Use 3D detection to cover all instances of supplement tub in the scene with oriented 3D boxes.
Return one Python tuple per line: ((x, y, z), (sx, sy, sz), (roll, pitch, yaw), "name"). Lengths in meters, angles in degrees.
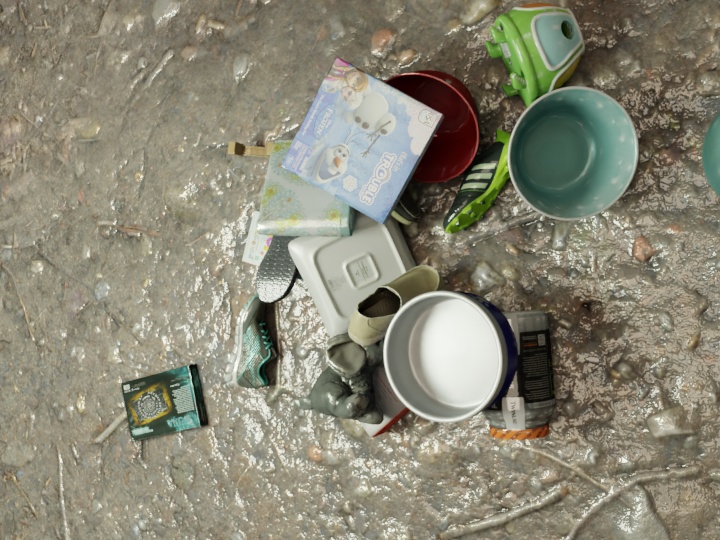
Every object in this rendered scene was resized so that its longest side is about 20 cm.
((0.252, 0.167, 1.107), (0.122, 0.122, 0.201), (-6, 85, 25), "supplement tub")

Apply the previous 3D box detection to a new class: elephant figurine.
((-0.002, 0.158, 1.176), (0.141, 0.155, 0.201), (-8, 68, 60), "elephant figurine")

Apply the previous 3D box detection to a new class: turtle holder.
((0.294, -0.343, 1.095), (0.131, 0.141, 0.186), (-23, 71, 7), "turtle holder")

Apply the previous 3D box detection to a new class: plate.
((0.000, 0.000, 1.200), (0.200, 0.032, 0.200), (-26, 101, -5), "plate")

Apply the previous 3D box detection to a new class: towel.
((-0.086, -0.150, 1.202), (0.171, 0.048, 0.200), (0, 64, 14), "towel")

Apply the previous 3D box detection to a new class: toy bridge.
((-0.162, -0.238, 1.347), (0.200, 0.067, 0.027), (4, 90, 24), "toy bridge")

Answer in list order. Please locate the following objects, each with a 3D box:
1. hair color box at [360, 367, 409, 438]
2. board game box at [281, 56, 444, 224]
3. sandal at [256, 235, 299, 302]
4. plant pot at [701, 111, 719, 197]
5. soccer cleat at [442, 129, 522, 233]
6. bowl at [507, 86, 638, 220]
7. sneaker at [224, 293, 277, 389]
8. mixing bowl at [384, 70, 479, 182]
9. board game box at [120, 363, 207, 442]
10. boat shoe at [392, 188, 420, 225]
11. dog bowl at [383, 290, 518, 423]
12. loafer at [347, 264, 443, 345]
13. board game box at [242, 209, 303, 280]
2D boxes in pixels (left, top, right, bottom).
((0.070, 0.201, 1.226), (0.200, 0.061, 0.102), (-44, 70, 19), "hair color box")
((0.002, -0.211, 1.107), (0.199, 0.043, 0.200), (29, 101, 6), "board game box")
((-0.133, -0.035, 1.230), (0.076, 0.043, 0.201), (11, 81, 24), "sandal")
((0.586, -0.180, 0.936), (0.200, 0.161, 0.201), (-1, 89, 26), "plant pot")
((0.205, -0.152, 1.177), (0.200, 0.067, 0.081), (-51, 57, 11), "soccer cleat")
((0.321, -0.184, 1.072), (0.200, 0.105, 0.201), (0, 100, -1), "bowl")
((-0.206, 0.148, 1.365), (0.091, 0.078, 0.201), (14, 98, 10), "sneaker")
((0.123, -0.264, 1.169), (0.200, 0.108, 0.200), (16, 132, 19), "mixing bowl")
((-0.432, 0.292, 1.481), (0.200, 0.028, 0.136), (-16, 82, 24), "board game box")
((0.048, -0.168, 1.167), (0.066, 0.072, 0.201), (-30, 108, 29), "boat shoe")
((0.140, 0.131, 1.059), (0.200, 0.079, 0.201), (-1, 89, 31), "dog bowl")
((0.065, 0.050, 1.138), (0.200, 0.068, 0.076), (-37, 62, -24), "loafer")
((-0.107, -0.039, 1.295), (0.200, 0.103, 0.105), (17, 95, 25), "board game box")
